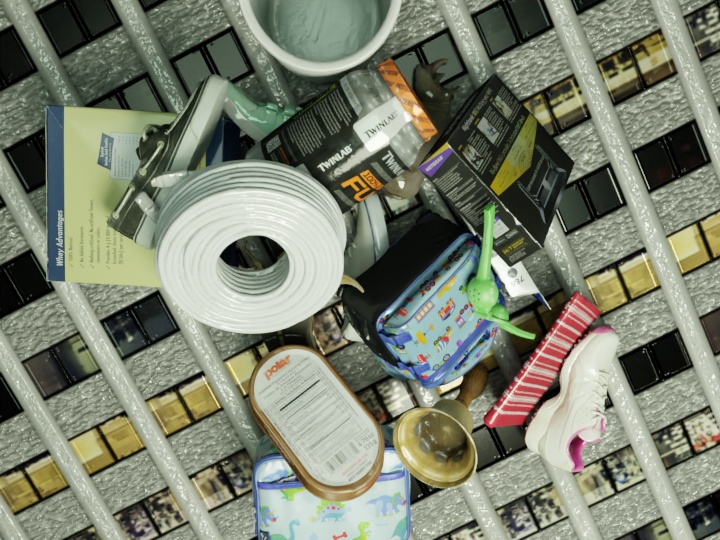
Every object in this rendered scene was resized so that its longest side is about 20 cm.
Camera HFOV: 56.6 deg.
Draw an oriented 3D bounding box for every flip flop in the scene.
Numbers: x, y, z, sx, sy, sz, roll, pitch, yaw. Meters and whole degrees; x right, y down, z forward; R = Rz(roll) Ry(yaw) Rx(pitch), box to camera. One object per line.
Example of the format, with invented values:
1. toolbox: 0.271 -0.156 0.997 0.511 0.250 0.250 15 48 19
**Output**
1. flip flop: -0.090 0.077 0.890 0.080 0.058 0.203 -10 115 4

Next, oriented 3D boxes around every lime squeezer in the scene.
1. lime squeezer: 0.148 0.028 0.741 0.037 0.071 0.201 0 133 34

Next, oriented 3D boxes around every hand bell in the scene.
1. hand bell: 0.128 0.170 0.844 0.103 0.200 0.106 11 115 25

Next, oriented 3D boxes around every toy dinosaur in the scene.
1. toy dinosaur: -0.084 0.003 0.811 0.197 0.058 0.103 -13 90 23

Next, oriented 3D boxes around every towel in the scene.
1. towel: 0.237 0.121 0.871 0.022 0.144 0.201 37 98 29

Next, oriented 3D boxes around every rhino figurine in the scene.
1. rhino figurine: 0.066 -0.179 0.838 0.087 0.060 0.202 27 81 5

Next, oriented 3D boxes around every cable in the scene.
1. cable: -0.112 -0.021 0.694 0.197 0.070 0.202 -15 131 3

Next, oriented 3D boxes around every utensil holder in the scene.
1. utensil holder: -0.041 -0.301 0.751 0.167 0.200 0.173 0 100 -1

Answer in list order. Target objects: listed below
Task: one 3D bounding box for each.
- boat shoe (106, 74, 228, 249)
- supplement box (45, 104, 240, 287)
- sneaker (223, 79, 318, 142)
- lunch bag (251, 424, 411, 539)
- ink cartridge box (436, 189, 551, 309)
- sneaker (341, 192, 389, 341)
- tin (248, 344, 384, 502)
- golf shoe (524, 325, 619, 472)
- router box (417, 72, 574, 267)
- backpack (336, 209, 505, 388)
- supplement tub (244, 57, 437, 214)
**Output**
1. boat shoe: -0.206 -0.122 0.707 0.063 0.071 0.202 28 98 -8
2. supplement box: -0.256 -0.089 0.813 0.196 0.134 0.203 4 99 -3
3. sneaker: -0.079 -0.200 0.822 0.199 0.074 0.119 33 103 -23
4. lunch bag: -0.037 0.275 0.838 0.197 0.083 0.163 -1 106 -5
5. ink cartridge box: 0.165 -0.032 0.853 0.039 0.099 0.201 -34 98 4
6. sneaker: 0.000 0.000 0.866 0.070 0.073 0.203 -4 101 -8
7. tin: -0.052 0.175 0.790 0.111 0.042 0.200 -33 67 -24
8. golf shoe: 0.301 0.174 0.889 0.075 0.091 0.202 16 104 -37
9. router box: 0.168 -0.125 0.793 0.157 0.201 0.052 45 134 -9
10. backpack: 0.093 0.060 0.819 0.182 0.134 0.201 -41 128 -14
11. supplement tub: -0.021 -0.136 0.746 0.199 0.123 0.123 -34 99 14
